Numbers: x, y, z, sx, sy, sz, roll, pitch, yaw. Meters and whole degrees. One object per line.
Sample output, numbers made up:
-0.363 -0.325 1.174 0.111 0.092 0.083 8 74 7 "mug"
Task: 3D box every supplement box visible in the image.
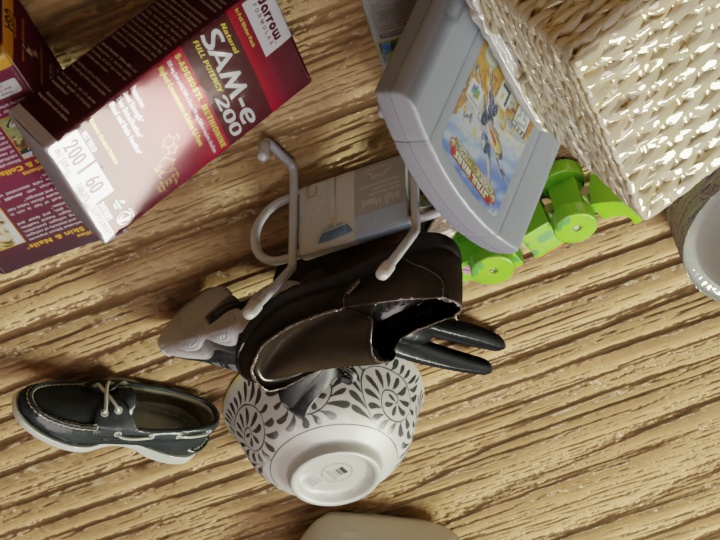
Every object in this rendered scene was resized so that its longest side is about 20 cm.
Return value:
-0.140 -0.125 1.173 0.200 0.061 0.109 -40 140 -13 "supplement box"
-0.267 -0.102 1.219 0.110 0.086 0.200 -19 138 8 "supplement box"

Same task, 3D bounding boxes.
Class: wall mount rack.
-0.019 -0.039 1.258 0.199 0.175 0.075 -17 145 26 "wall mount rack"

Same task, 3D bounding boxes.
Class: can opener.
0.055 0.062 1.486 0.199 0.079 0.063 22 114 -43 "can opener"

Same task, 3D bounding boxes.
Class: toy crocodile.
0.146 -0.035 1.393 0.199 0.068 0.062 -26 137 17 "toy crocodile"

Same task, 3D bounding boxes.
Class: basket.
0.201 -0.179 1.133 0.200 0.161 0.198 -35 137 0 "basket"

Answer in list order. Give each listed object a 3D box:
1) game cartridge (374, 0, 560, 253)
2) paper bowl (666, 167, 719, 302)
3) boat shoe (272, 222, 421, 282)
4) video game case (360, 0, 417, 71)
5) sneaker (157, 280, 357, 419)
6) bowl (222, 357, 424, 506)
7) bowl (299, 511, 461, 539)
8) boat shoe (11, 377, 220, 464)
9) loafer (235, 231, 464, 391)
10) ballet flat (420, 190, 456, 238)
0.085 -0.107 1.218 0.041 0.134 0.200 0 146 35 "game cartridge"
0.373 -0.041 1.407 0.199 0.105 0.201 -5 139 -4 "paper bowl"
0.000 0.000 1.360 0.072 0.072 0.200 28 149 -24 "boat shoe"
0.108 -0.194 1.243 0.199 0.023 0.182 -16 138 5 "video game case"
-0.088 0.075 1.398 0.199 0.076 0.114 -10 126 48 "sneaker"
-0.029 0.162 1.557 0.199 0.095 0.201 -6 138 -5 "bowl"
0.006 0.331 1.767 0.199 0.075 0.200 8 136 -20 "bowl"
-0.223 0.128 1.501 0.199 0.076 0.060 11 136 -40 "boat shoe"
-0.007 0.042 1.258 0.199 0.072 0.073 -30 138 11 "loafer"
0.053 -0.050 1.357 0.067 0.068 0.200 15 133 -21 "ballet flat"
